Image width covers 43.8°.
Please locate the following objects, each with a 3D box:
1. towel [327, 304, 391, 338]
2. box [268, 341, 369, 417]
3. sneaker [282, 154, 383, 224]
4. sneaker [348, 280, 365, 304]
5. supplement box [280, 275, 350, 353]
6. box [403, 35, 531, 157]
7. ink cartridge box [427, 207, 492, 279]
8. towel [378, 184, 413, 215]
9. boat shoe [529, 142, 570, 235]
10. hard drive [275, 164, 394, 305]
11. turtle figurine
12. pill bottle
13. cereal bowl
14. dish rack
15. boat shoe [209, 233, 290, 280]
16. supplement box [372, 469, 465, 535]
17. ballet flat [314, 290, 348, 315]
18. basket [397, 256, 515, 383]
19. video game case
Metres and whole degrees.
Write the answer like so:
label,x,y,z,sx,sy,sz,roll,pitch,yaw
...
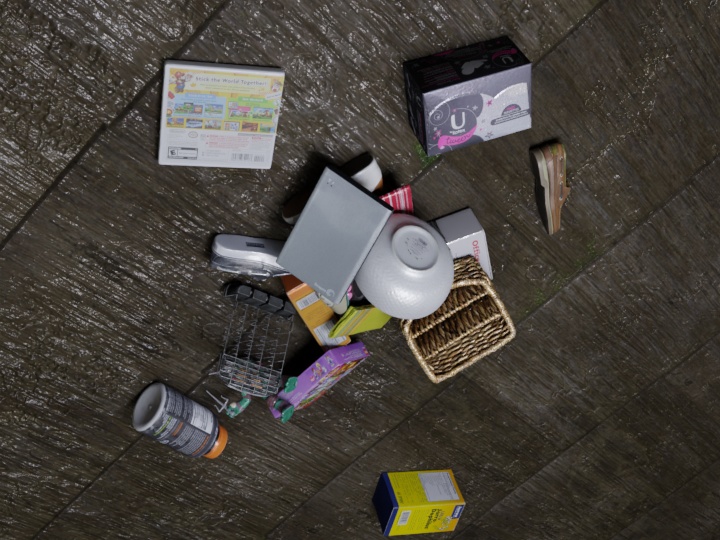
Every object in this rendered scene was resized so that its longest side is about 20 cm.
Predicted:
label,x,y,z,sx,sy,sz,roll,pitch,yaw
towel,0.012,0.096,1.809,0.086,0.018,0.199,-47,160,24
box,-0.087,0.227,1.868,0.199,0.039,0.136,-42,164,25
sneaker,-0.045,-0.125,1.637,0.197,0.073,0.085,-29,129,3
sneaker,0.000,0.000,1.746,0.094,0.080,0.201,-12,149,-23
supplement box,-0.089,0.077,1.790,0.068,0.067,0.202,-26,132,0
box,0.187,-0.300,1.550,0.196,0.116,0.134,-15,131,-6
ink cartridge box,0.152,-0.017,1.785,0.196,0.085,0.146,-19,133,-2
towel,0.004,-0.096,1.671,0.196,0.023,0.145,-22,162,-1
boat shoe,0.383,-0.157,1.761,0.067,0.073,0.202,-19,131,-2
hard drive,-0.047,-0.061,1.572,0.138,0.033,0.202,33,111,7
turtle figurine,-0.224,0.227,1.816,0.196,0.101,0.152,17,131,22
pill bottle,-0.368,0.322,1.862,0.106,0.107,0.199,-39,130,14
cereal bowl,0.085,-0.020,1.623,0.196,0.204,0.084,2,152,-20
dish rack,-0.204,0.135,1.718,0.151,0.204,0.054,22,159,-32
boat shoe,-0.186,-0.014,1.679,0.196,0.072,0.069,8,123,-21
supplement box,0.145,0.581,2.246,0.196,0.110,0.111,2,127,-20
ballet flat,-0.061,0.013,1.680,0.068,0.070,0.203,-10,131,-11
basket,0.176,0.088,1.724,0.198,0.150,0.143,-30,135,10
video game case,-0.235,-0.258,1.501,0.196,0.023,0.185,0,127,-18
